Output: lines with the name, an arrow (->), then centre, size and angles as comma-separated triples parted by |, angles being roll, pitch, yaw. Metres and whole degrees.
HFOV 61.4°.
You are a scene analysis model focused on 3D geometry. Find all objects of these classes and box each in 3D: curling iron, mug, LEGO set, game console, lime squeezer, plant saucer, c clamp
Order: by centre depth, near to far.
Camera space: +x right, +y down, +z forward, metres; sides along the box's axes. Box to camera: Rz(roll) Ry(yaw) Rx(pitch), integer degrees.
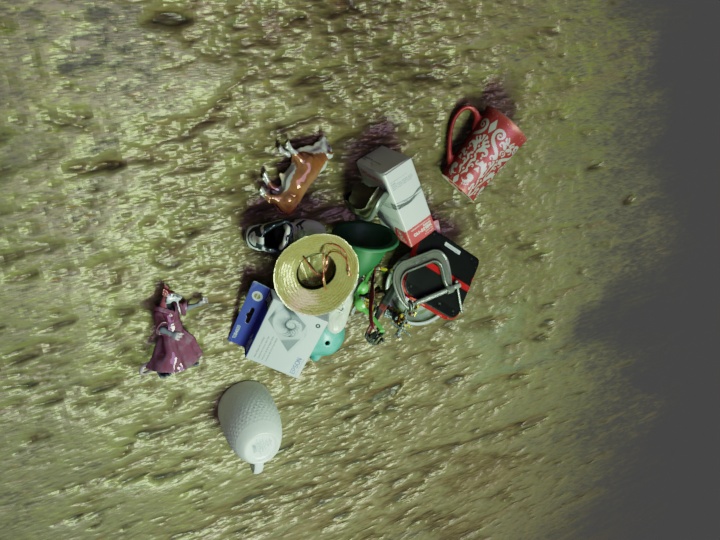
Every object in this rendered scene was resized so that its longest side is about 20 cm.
lime squeezer -> 0.018, 0.055, 1.459 | 0.069, 0.205, 0.038 | -13, 147, 18
curling iron -> 0.061, 0.091, 1.468 | 0.049, 0.025, 0.204 | 31, 67, -21
c clamp -> 0.166, 0.041, 1.470 | 0.196, 0.027, 0.176 | -13, 99, -27
mug -> -0.267, 0.409, 1.512 | 0.144, 0.175, 0.205 | -8, 116, -23
game console -> 0.196, 0.011, 1.516 | 0.197, 0.031, 0.181 | 29, 79, -27
LEGO set -> 0.062, 0.070, 1.521 | 0.197, 0.116, 0.156 | 29, 103, -3
mug -> 0.290, -0.302, 1.530 | 0.202, 0.177, 0.133 | -52, 160, 8
plant saucer -> 0.154, 0.043, 1.623 | 0.194, 0.050, 0.206 | -3, 102, -14

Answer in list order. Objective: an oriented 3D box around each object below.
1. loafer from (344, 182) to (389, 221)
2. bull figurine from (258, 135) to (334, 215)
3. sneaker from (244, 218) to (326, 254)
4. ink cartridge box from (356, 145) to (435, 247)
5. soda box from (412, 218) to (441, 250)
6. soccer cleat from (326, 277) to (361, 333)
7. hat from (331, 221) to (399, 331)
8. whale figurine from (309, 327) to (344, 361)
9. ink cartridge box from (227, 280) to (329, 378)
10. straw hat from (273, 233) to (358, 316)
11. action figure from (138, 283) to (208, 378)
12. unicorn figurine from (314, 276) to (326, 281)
loafer -> 0.005, -0.161, 1.393 | 0.069, 0.199, 0.076 | 39, 78, -13
bull figurine -> -0.144, -0.223, 1.358 | 0.120, 0.065, 0.203 | 28, 96, -29
sneaker -> -0.156, -0.075, 1.372 | 0.194, 0.129, 0.082 | 3, 98, -25
ink cartridge box -> 0.084, -0.180, 1.444 | 0.083, 0.144, 0.203 | -33, 123, -12
soda box -> 0.179, -0.029, 1.555 | 0.068, 0.063, 0.205 | -16, 106, -10
soccer cleat -> -0.041, 0.052, 1.478 | 0.068, 0.077, 0.205 | 24, 68, -29
hat -> 0.000, 0.000, 1.452 | 0.161, 0.200, 0.181 | 14, 116, 13
whale figurine -> -0.130, 0.172, 1.519 | 0.196, 0.104, 0.162 | -24, 122, -12
ink cartridge box -> -0.199, 0.145, 1.438 | 0.196, 0.041, 0.202 | 23, 121, -11
straw hat -> -0.101, -0.005, 1.378 | 0.195, 0.085, 0.206 | -4, 114, -8
action figure -> -0.428, 0.128, 1.372 | 0.145, 0.134, 0.206 | -2, 106, 21
unicorn figurine -> -0.119, 0.022, 1.457 | 0.196, 0.074, 0.140 | -25, 79, 0
